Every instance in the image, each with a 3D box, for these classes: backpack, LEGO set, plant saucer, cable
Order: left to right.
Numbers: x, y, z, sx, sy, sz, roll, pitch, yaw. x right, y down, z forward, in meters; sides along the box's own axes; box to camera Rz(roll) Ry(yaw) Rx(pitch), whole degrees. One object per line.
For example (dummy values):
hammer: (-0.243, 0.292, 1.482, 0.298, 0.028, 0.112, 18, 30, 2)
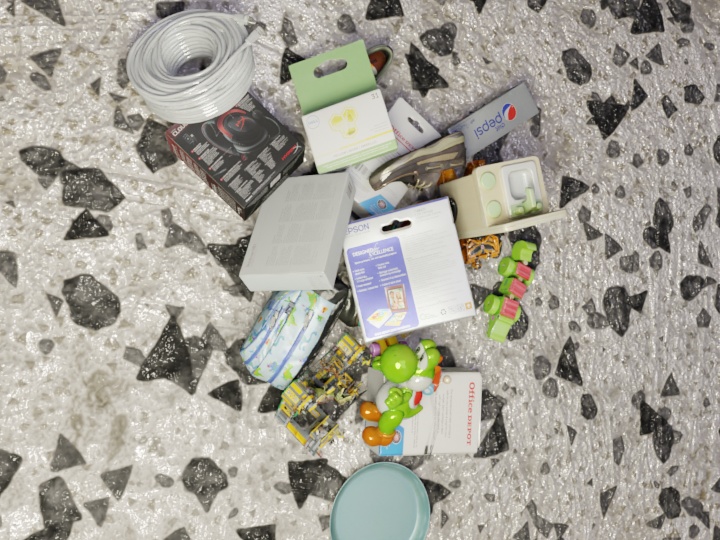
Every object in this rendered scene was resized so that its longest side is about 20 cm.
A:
cable: (-0.265, -0.326, 1.169, 0.197, 0.070, 0.202, 21, 68, 18)
backpack: (-0.113, 0.096, 1.231, 0.151, 0.163, 0.204, 16, 95, -12)
LEGO set: (-0.044, 0.215, 1.231, 0.116, 0.155, 0.199, 42, 46, 11)
plant saucer: (0.033, 0.448, 1.342, 0.196, 0.027, 0.205, 0, 90, -21)

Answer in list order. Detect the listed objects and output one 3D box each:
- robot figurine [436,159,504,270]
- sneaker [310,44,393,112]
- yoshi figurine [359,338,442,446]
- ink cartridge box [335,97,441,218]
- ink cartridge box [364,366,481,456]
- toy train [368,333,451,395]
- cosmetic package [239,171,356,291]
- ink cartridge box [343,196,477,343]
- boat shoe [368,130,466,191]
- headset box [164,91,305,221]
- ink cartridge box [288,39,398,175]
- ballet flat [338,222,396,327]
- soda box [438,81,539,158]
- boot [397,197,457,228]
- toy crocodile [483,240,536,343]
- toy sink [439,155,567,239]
robot figurine: (0.206, -0.101, 1.396, 0.143, 0.058, 0.204, -14, 94, -19)
sneaker: (-0.017, -0.331, 1.303, 0.074, 0.079, 0.201, 45, 77, -16)
yoshi figurine: (0.049, 0.184, 1.182, 0.112, 0.202, 0.111, 40, 32, 17)
ink cartridge box: (0.044, -0.195, 1.330, 0.115, 0.067, 0.201, 39, 77, -16)
ink cartridge box: (0.114, 0.253, 1.343, 0.196, 0.084, 0.149, 4, 88, -21)
toy train: (0.086, 0.136, 1.303, 0.148, 0.056, 0.202, 18, 41, -5)
cosmetic package: (-0.099, -0.064, 1.198, 0.052, 0.148, 0.203, 63, 33, -51)
ink cartridge box: (0.078, 0.000, 1.238, 0.194, 0.047, 0.204, -14, 86, 3)
boat shoe: (0.108, -0.176, 1.280, 0.198, 0.074, 0.074, -27, 99, -18)
headset box: (-0.210, -0.208, 1.208, 0.200, 0.075, 0.149, 42, 75, 3)
ink cartridge box: (-0.032, -0.279, 1.252, 0.143, 0.048, 0.204, -18, 91, 4)
ballet flat: (0.000, 0.000, 1.300, 0.067, 0.068, 0.203, 21, 95, 10)
soda box: (0.241, -0.279, 1.409, 0.199, 0.063, 0.069, -34, 100, -18)
boot: (0.096, -0.040, 1.309, 0.072, 0.144, 0.202, 32, 80, -19)
toy crocodile: (0.292, 0.040, 1.426, 0.067, 0.062, 0.203, 25, 81, -18)
toy sink: (0.242, -0.126, 1.273, 0.128, 0.200, 0.114, -14, 93, -18)
